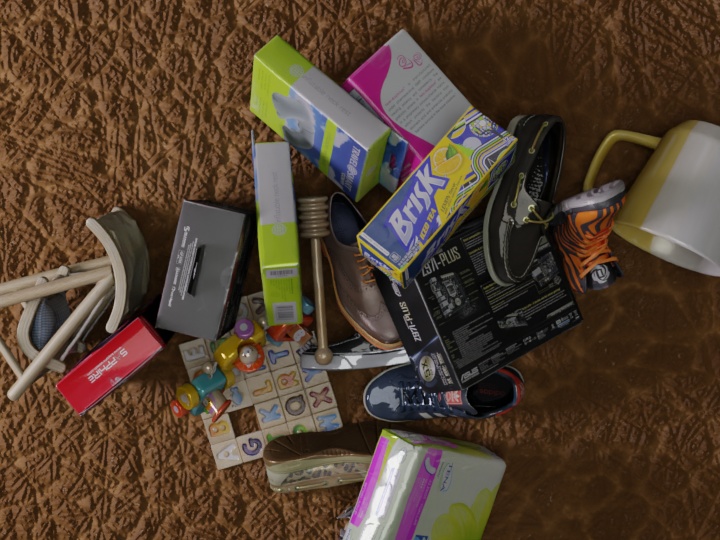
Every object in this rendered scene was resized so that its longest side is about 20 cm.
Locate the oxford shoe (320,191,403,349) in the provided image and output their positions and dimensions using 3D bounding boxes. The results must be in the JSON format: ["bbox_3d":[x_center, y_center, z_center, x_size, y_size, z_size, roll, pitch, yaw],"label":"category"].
[{"bbox_3d":[0.000,0.000,1.693,0.071,0.073,0.200,-24,74,-16],"label":"oxford shoe"}]

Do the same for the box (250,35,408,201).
[{"bbox_3d":[-0.040,-0.168,1.653,0.200,0.122,0.048,41,66,13],"label":"box"}]

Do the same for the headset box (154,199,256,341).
[{"bbox_3d":[-0.175,-0.003,1.657,0.077,0.200,0.149,13,94,2],"label":"headset box"}]

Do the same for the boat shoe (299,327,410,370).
[{"bbox_3d":[0.023,0.082,1.735,0.199,0.074,0.068,-7,88,7],"label":"boat shoe"}]

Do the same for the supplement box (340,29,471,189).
[{"bbox_3d":[0.068,-0.166,1.681,0.101,0.103,0.200,-44,96,-23],"label":"supplement box"}]

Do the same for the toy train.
[{"bbox_3d":[-0.131,0.116,1.697,0.200,0.150,0.056,-46,72,11],"label":"toy train"}]

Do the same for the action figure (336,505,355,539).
[{"bbox_3d":[0.013,0.353,1.753,0.130,0.069,0.201,-1,111,-39],"label":"action figure"}]

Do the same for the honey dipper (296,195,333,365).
[{"bbox_3d":[-0.051,0.013,1.689,0.038,0.038,0.201,-3,97,0],"label":"honey dipper"}]

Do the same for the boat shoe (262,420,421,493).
[{"bbox_3d":[-0.018,0.232,1.757,0.199,0.073,0.063,-4,119,5],"label":"boat shoe"}]

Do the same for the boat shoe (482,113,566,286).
[{"bbox_3d":[0.190,-0.081,1.631,0.072,0.060,0.202,14,82,-40],"label":"boat shoe"}]

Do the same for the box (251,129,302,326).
[{"bbox_3d":[-0.096,-0.051,1.649,0.047,0.122,0.200,-4,55,-3],"label":"box"}]

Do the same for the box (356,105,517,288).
[{"bbox_3d":[0.085,-0.081,1.578,0.070,0.064,0.200,38,79,15],"label":"box"}]

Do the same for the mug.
[{"bbox_3d":[0.377,-0.100,1.689,0.186,0.149,0.154,26,87,-9],"label":"mug"}]

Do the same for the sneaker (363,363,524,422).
[{"bbox_3d":[0.102,0.148,1.736,0.199,0.085,0.075,-8,96,1],"label":"sneaker"}]

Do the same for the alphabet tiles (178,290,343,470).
[{"bbox_3d":[-0.127,0.130,1.772,0.167,0.008,0.201,-17,96,2],"label":"alphabet tiles"}]

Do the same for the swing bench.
[{"bbox_3d":[-0.336,0.032,1.665,0.200,0.199,0.130,-33,95,3],"label":"swing bench"}]

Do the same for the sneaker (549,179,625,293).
[{"bbox_3d":[0.275,-0.037,1.650,0.077,0.200,0.112,-21,87,-6],"label":"sneaker"}]

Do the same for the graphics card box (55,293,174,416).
[{"bbox_3d":[-0.278,0.095,1.671,0.125,0.200,0.051,-40,95,5],"label":"graphics card box"}]

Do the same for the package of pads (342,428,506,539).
[{"bbox_3d":[0.079,0.272,1.699,0.068,0.200,0.155,21,91,40],"label":"package of pads"}]

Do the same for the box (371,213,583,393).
[{"bbox_3d":[0.139,0.030,1.681,0.200,0.086,0.164,-27,97,-29],"label":"box"}]
